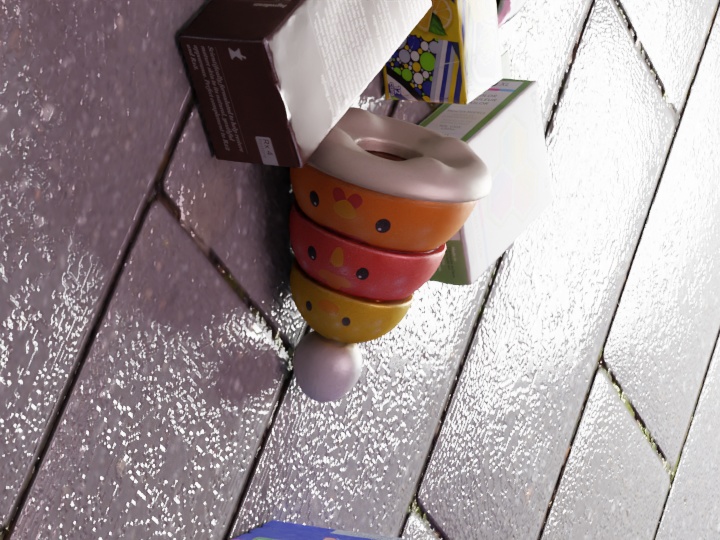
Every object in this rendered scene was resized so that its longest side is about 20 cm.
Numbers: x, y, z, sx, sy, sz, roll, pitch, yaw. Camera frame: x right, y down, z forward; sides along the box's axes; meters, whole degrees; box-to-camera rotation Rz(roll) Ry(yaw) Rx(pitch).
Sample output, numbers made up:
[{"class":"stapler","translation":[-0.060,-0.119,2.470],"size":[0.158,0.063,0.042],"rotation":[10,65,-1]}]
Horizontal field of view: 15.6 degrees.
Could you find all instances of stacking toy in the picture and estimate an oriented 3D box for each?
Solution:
[{"class":"stacking toy","translation":[0.000,0.000,1.805],"size":[0.146,0.146,0.201],"rotation":[-16,124,-58]}]

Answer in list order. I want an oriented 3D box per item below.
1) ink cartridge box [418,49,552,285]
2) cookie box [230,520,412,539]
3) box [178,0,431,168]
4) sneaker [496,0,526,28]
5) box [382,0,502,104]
[{"class":"ink cartridge box","translation":[0.096,-0.081,1.997],"size":[0.200,0.059,0.104],"rotation":[-43,131,-49]},{"class":"cookie box","translation":[-0.006,0.283,1.782],"size":[0.075,0.170,0.201],"rotation":[-17,109,-61]},{"class":"box","translation":[-0.033,-0.166,1.746],"size":[0.200,0.075,0.100],"rotation":[-54,139,-43]},{"class":"sneaker","translation":[0.084,-0.265,1.930],"size":[0.082,0.070,0.201],"rotation":[-55,138,-44]},{"class":"box","translation":[0.051,-0.224,1.881],"size":[0.064,0.070,0.201],"rotation":[-40,129,-53]}]
